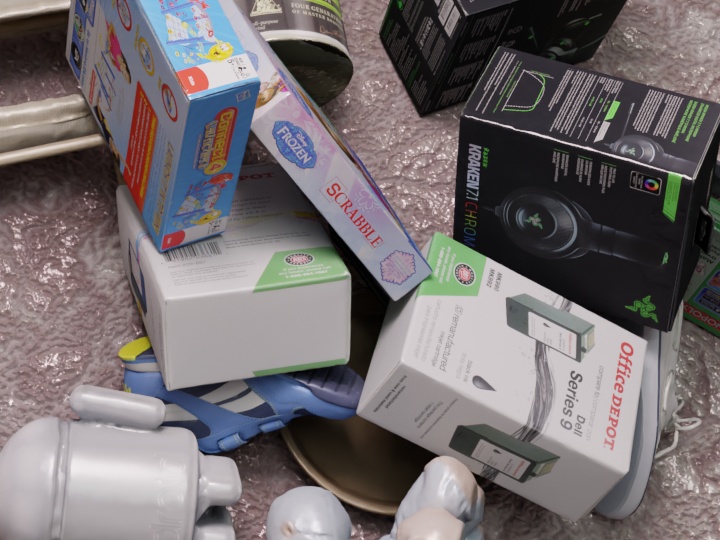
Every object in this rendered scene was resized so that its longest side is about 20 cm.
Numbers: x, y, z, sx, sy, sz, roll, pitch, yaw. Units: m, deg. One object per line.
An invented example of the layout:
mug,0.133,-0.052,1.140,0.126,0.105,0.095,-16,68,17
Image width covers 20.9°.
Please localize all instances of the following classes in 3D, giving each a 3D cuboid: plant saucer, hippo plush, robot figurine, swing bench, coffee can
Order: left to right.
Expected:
swing bench,-0.294,-0.144,1.589,0.199,0.130,0.200,-13,69,-17
robot figurine,-0.192,0.170,1.474,0.200,0.113,0.170,5,99,-10
coffee can,-0.094,-0.246,1.670,0.146,0.146,0.200,-5,68,-15
hippo plush,0.006,0.229,1.497,0.161,0.200,0.159,5,21,11
plant saucer,0.025,0.108,1.599,0.200,0.029,0.200,5,64,-10

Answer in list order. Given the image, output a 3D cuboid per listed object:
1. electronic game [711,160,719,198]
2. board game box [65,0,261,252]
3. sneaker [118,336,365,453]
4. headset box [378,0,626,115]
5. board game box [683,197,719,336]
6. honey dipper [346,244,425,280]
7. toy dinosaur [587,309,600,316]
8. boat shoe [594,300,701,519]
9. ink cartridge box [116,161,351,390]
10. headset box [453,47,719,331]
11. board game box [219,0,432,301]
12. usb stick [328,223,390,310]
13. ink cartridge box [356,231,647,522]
electronic game,0.259,-0.110,1.671,0.200,0.200,0.042,29,97,2
board game box,-0.150,-0.149,1.432,0.056,0.200,0.196,-18,65,-22
sneaker,-0.092,0.101,1.535,0.200,0.074,0.082,6,104,11
headset box,0.138,-0.240,1.701,0.200,0.174,0.093,-20,72,-19
board game box,0.280,-0.012,1.650,0.200,0.135,0.029,29,60,1
honey dipper,0.000,0.000,1.641,0.200,0.038,0.038,-4,67,-11
toy dinosaur,0.159,0.077,1.638,0.106,0.060,0.200,-31,87,-11
boat shoe,0.240,0.109,1.623,0.086,0.075,0.202,15,74,-34
ink cartridge box,-0.102,0.000,1.532,0.145,0.088,0.200,-8,32,-14
headset box,0.183,-0.061,1.538,0.200,0.174,0.093,17,49,14
board game box,-0.040,-0.098,1.509,0.041,0.200,0.200,-37,34,4
usb stick,0.048,0.027,1.604,0.055,0.033,0.200,-32,78,-24
ink cartridge box,0.114,0.082,1.520,0.200,0.084,0.146,27,46,-11
